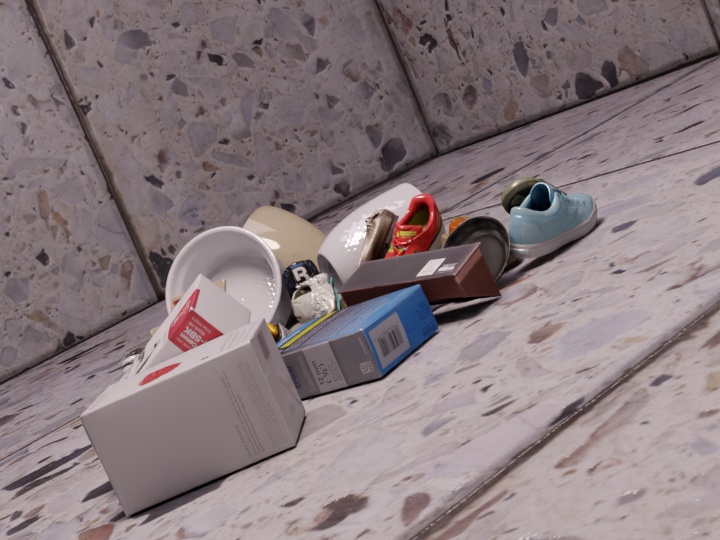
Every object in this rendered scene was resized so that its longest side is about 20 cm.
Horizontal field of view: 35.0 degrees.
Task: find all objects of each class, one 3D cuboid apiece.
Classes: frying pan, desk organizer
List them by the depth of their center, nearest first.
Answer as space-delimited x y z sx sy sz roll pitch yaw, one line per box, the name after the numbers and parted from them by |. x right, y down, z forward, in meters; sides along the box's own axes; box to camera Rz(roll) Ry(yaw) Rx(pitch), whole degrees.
0.074 0.028 1.450 0.198 0.078 0.072 -9 28 43 | desk organizer
0.132 0.016 1.505 0.115 0.031 0.192 33 91 47 | frying pan

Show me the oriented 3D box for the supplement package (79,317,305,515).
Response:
-0.175 0.153 1.217 0.197 0.121 0.121 -24 8 6 | supplement package

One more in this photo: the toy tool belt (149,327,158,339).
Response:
-0.207 0.138 1.562 0.123 0.125 0.199 -15 13 -32 | toy tool belt

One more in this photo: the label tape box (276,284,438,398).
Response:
-0.024 0.093 1.383 0.198 0.067 0.143 -22 8 38 | label tape box

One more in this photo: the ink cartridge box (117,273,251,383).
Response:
-0.221 0.122 1.350 0.201 0.082 0.147 -52 12 9 | ink cartridge box

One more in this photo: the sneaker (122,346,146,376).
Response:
-0.262 0.154 1.718 0.197 0.077 0.116 -5 -32 -19 | sneaker

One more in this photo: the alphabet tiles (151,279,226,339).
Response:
-0.211 0.116 1.448 0.165 0.203 0.008 -19 -31 34 | alphabet tiles

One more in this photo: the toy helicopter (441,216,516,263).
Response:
0.177 -0.047 1.643 0.130 0.080 0.200 -2 17 -7 | toy helicopter

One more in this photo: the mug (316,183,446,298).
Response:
0.026 -0.017 1.778 0.174 0.148 0.201 -29 -20 -18 | mug

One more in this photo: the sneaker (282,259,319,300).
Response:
-0.078 0.042 1.727 0.072 0.113 0.200 -25 7 -8 | sneaker

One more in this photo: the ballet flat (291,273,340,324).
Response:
-0.062 0.050 1.569 0.071 0.073 0.200 -24 10 0 | ballet flat

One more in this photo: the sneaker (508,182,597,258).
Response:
0.266 -0.084 1.551 0.073 0.083 0.199 10 26 33 | sneaker

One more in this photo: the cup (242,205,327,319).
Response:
-0.110 -0.003 1.959 0.141 0.204 0.200 9 22 25 | cup

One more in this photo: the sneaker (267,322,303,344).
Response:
-0.102 0.100 1.511 0.077 0.083 0.200 -22 7 18 | sneaker

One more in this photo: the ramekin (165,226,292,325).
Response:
-0.203 0.039 1.828 0.198 0.203 0.098 -22 -17 12 | ramekin

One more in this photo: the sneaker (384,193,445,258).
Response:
0.061 -0.027 1.620 0.076 0.086 0.202 9 54 20 | sneaker

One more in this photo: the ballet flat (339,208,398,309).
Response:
0.000 0.000 1.640 0.067 0.046 0.202 114 179 -75 | ballet flat

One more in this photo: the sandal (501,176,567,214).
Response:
0.248 -0.104 1.637 0.080 0.058 0.201 -42 -27 10 | sandal
